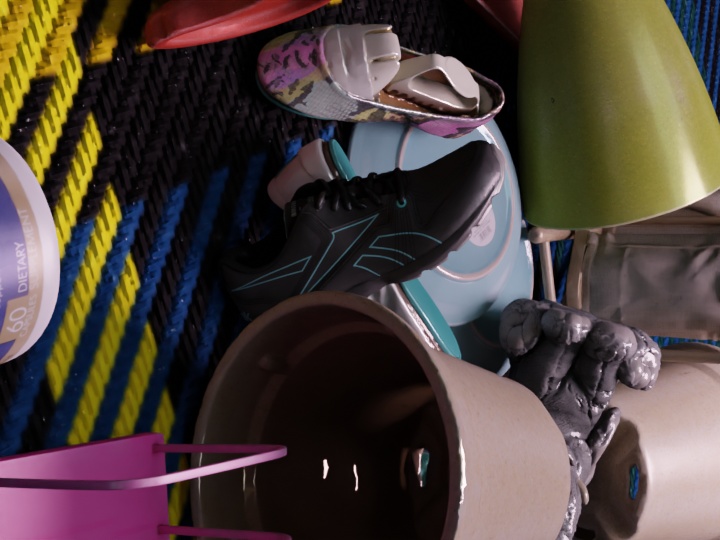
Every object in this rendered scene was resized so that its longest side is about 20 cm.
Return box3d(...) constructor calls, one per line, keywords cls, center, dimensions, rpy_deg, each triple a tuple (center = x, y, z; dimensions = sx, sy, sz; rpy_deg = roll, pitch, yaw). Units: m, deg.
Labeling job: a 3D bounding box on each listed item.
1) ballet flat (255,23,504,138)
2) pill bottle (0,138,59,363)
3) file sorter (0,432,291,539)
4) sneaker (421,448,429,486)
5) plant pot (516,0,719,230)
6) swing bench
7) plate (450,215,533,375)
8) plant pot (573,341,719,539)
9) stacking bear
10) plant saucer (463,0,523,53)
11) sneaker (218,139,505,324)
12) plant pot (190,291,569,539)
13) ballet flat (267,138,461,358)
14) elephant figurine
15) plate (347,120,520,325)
box3d(cls="ballet flat", center=(0.023, -0.136, 0.859), dimensions=(0.198, 0.071, 0.070), rpy_deg=(7, 71, -38))
box3d(cls="pill bottle", center=(-0.228, 0.007, 0.492), dimensions=(0.199, 0.110, 0.113), rpy_deg=(-20, 103, -54))
box3d(cls="file sorter", center=(-0.109, 0.193, 0.629), dimensions=(0.138, 0.124, 0.204), rpy_deg=(-1, 87, -55))
box3d(cls="sneaker", center=(0.048, 0.202, 0.908), dimensions=(0.201, 0.073, 0.088), rpy_deg=(-56, 152, -36))
box3d(cls="plant pot", center=(0.207, -0.163, 1.052), dimensions=(0.187, 0.185, 0.203), rpy_deg=(-37, 116, -50))
box3d(cls="swing bench", center=(0.280, -0.010, 1.124), dimensions=(0.200, 0.196, 0.132), rpy_deg=(-41, 126, -55))
box3d(cls="plate", center=(0.106, -0.003, 1.044), dimensions=(0.199, 0.025, 0.204), rpy_deg=(7, 82, -55))
box3d(cls="plant pot", center=(0.256, 0.171, 1.120), dimensions=(0.182, 0.199, 0.204), rpy_deg=(-1, 87, -43))
box3d(cls="stacking bear", center=(-0.088, -0.248, 0.729), dimensions=(0.114, 0.120, 0.203), rpy_deg=(-27, 100, -67))
box3d(cls="plant saucer", center=(0.129, -0.301, 1.100), dimensions=(0.199, 0.036, 0.203), rpy_deg=(28, 64, -50))
box3d(cls="sneaker", center=(0.000, -0.025, 0.771), dimensions=(0.080, 0.199, 0.076), rpy_deg=(51, 10, -20))
box3d(cls="plant pot", center=(0.030, 0.125, 0.749), dimensions=(0.182, 0.198, 0.204), rpy_deg=(12, 77, -50))
box3d(cls="ballet flat", center=(0.000, 0.000, 0.859), dimensions=(0.201, 0.069, 0.070), rpy_deg=(57, 44, -26))
box3d(cls="elephant figurine", center=(0.149, 0.131, 0.986), dimensions=(0.154, 0.140, 0.203), rpy_deg=(9, 95, -54))
box3d(cls="plate", center=(0.068, -0.059, 0.957), dimensions=(0.198, 0.025, 0.204), rpy_deg=(10, 75, -43))
